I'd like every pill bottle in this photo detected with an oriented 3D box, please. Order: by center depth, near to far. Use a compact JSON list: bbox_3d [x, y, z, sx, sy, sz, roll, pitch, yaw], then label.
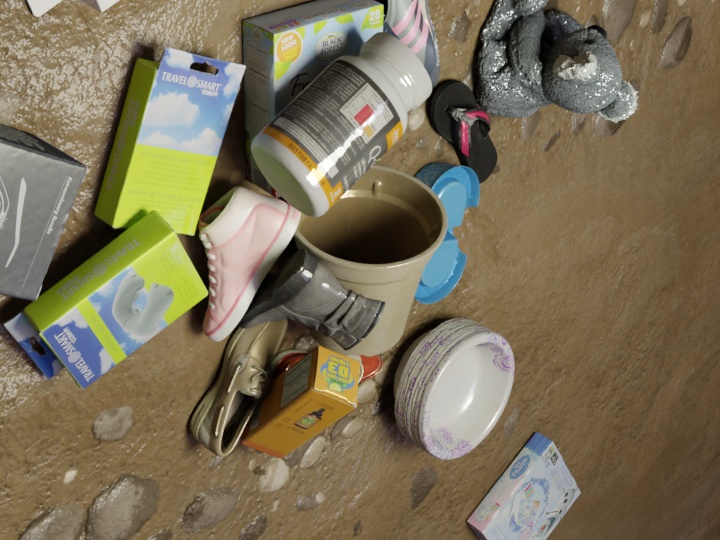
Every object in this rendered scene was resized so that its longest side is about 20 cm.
[{"bbox_3d":[-0.019,-0.166,1.471,0.200,0.116,0.117,-45,138,-14],"label":"pill bottle"}]

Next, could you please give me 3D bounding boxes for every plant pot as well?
[{"bbox_3d":[0.000,0.000,1.652,0.199,0.200,0.185,-27,141,-34],"label":"plant pot"}]

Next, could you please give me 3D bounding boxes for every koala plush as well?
[{"bbox_3d":[0.269,-0.268,1.757,0.177,0.199,0.185,30,90,-51],"label":"koala plush"}]

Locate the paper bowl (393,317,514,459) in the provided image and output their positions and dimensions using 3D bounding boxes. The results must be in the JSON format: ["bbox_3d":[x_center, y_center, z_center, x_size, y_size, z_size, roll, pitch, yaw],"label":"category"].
[{"bbox_3d":[0.127,0.165,1.932,0.199,0.104,0.203,-24,128,-35],"label":"paper bowl"}]

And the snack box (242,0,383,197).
[{"bbox_3d":[-0.054,-0.208,1.549,0.167,0.067,0.203,-23,126,-35],"label":"snack box"}]

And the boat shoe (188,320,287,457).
[{"bbox_3d":[-0.142,0.139,1.658,0.072,0.065,0.202,33,87,-50],"label":"boat shoe"}]

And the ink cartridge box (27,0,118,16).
[{"bbox_3d":[-0.243,-0.334,1.272,0.200,0.067,0.116,-41,136,-23],"label":"ink cartridge box"}]

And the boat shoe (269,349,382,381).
[{"bbox_3d":[-0.034,0.136,1.775,0.198,0.062,0.072,-2,112,-48],"label":"boat shoe"}]

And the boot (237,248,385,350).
[{"bbox_3d":[-0.064,0.056,1.574,0.131,0.199,0.070,34,63,-17],"label":"boot"}]

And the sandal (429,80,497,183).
[{"bbox_3d":[0.153,-0.188,1.800,0.075,0.045,0.200,-52,140,-11],"label":"sandal"}]

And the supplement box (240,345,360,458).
[{"bbox_3d":[-0.077,0.167,1.645,0.066,0.200,0.070,23,56,-23],"label":"supplement box"}]

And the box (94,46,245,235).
[{"bbox_3d":[-0.208,-0.143,1.436,0.121,0.047,0.203,4,110,-48],"label":"box"}]

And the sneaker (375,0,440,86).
[{"bbox_3d":[0.043,-0.303,1.612,0.081,0.070,0.202,-26,129,-13],"label":"sneaker"}]

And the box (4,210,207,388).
[{"bbox_3d":[-0.272,0.040,1.427,0.199,0.048,0.123,-38,144,-12],"label":"box"}]

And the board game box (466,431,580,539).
[{"bbox_3d":[0.289,0.412,2.297,0.200,0.043,0.201,-50,140,-15],"label":"board game box"}]

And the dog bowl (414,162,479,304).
[{"bbox_3d":[0.102,-0.056,1.819,0.111,0.049,0.203,-11,120,-43],"label":"dog bowl"}]

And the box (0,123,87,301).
[{"bbox_3d":[-0.383,-0.070,1.247,0.199,0.104,0.150,17,99,-50],"label":"box"}]

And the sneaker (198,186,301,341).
[{"bbox_3d":[-0.161,-0.014,1.554,0.104,0.076,0.201,26,116,-17],"label":"sneaker"}]
